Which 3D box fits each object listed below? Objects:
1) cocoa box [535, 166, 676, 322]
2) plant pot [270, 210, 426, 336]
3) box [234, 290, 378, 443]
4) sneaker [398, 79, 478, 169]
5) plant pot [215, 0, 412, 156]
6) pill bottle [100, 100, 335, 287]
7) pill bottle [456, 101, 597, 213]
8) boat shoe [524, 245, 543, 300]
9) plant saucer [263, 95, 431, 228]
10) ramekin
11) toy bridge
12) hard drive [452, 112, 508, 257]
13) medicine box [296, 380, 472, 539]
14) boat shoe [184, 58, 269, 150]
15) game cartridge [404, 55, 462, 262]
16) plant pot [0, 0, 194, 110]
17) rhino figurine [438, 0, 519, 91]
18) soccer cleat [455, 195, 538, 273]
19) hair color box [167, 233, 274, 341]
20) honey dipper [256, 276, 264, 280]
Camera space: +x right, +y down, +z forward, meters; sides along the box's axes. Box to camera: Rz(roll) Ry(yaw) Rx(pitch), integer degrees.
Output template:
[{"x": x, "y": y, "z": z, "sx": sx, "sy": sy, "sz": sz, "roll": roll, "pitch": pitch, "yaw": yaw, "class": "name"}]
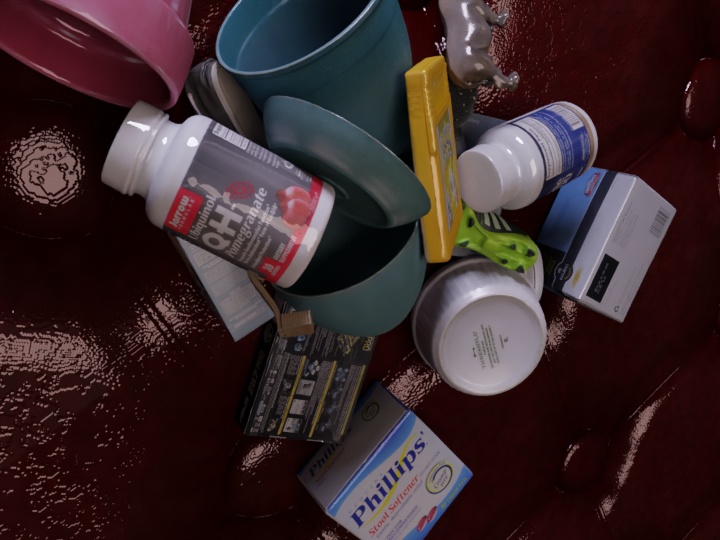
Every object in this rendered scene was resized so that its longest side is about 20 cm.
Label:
[{"x": 0.376, "y": -0.045, "z": 1.070, "sx": 0.132, "sy": 0.131, "sz": 0.203, "roll": 23, "pitch": 94, "yaw": -35, "class": "cocoa box"}, {"x": 0.000, "y": 0.000, "z": 0.814, "sx": 0.199, "sy": 0.199, "sz": 0.136, "roll": -40, "pitch": 130, "yaw": -13, "class": "plant pot"}, {"x": -0.066, "y": 0.129, "z": 0.910, "sx": 0.159, "sy": 0.049, "sz": 0.204, "roll": 13, "pitch": 98, "yaw": -32, "class": "box"}, {"x": 0.068, "y": -0.186, "z": 0.870, "sx": 0.196, "sy": 0.060, "sz": 0.106, "roll": -19, "pitch": 107, "yaw": -10, "class": "sneaker"}, {"x": -0.025, "y": -0.215, "z": 0.740, "sx": 0.200, "sy": 0.199, "sz": 0.189, "roll": -46, "pitch": 136, "yaw": -9, "class": "plant pot"}, {"x": -0.132, "y": -0.074, "z": 0.631, "sx": 0.197, "sy": 0.111, "sz": 0.112, "roll": 26, "pitch": 93, "yaw": -15, "class": "pill bottle"}, {"x": 0.220, "y": -0.148, "z": 0.902, "sx": 0.198, "sy": 0.110, "sz": 0.113, "roll": -27, "pitch": 119, "yaw": -33, "class": "pill bottle"}, {"x": 0.231, "y": 0.054, "z": 1.050, "sx": 0.066, "sy": 0.073, "sz": 0.204, "roll": -2, "pitch": 108, "yaw": -31, "class": "boat shoe"}, {"x": -0.022, "y": -0.097, "z": 0.678, "sx": 0.199, "sy": 0.199, "sz": 0.036, "roll": 38, "pitch": 78, "yaw": -34, "class": "plant saucer"}, {"x": 0.178, "y": 0.088, "z": 0.978, "sx": 0.198, "sy": 0.094, "sz": 0.207, "roll": -3, "pitch": 111, "yaw": -7, "class": "ramekin"}, {"x": -0.094, "y": -0.026, "z": 0.723, "sx": 0.066, "sy": 0.204, "sz": 0.027, "roll": -9, "pitch": 155, "yaw": -2, "class": "toy bridge"}, {"x": 0.151, "y": -0.123, "z": 0.967, "sx": 0.137, "sy": 0.033, "sz": 0.204, "roll": 4, "pitch": 104, "yaw": -32, "class": "hard drive"}, {"x": 0.040, "y": 0.304, "z": 1.001, "sx": 0.183, "sy": 0.103, "sz": 0.200, "roll": -48, "pitch": 125, "yaw": -8, "class": "medicine box"}, {"x": -0.139, "y": -0.146, "z": 0.776, "sx": 0.067, "sy": 0.056, "sz": 0.202, "roll": -60, "pitch": 139, "yaw": -45, "class": "boat shoe"}, {"x": 0.089, "y": -0.135, "z": 0.771, "sx": 0.032, "sy": 0.177, "sz": 0.204, "roll": -2, "pitch": 112, "yaw": 15, "class": "game cartridge"}, {"x": -0.228, "y": -0.272, "z": 0.601, "sx": 0.198, "sy": 0.198, "sz": 0.182, "roll": 26, "pitch": 78, "yaw": -35, "class": "plant pot"}, {"x": 0.137, "y": -0.314, "z": 0.841, "sx": 0.086, "sy": 0.060, "sz": 0.204, "roll": 0, "pitch": 74, "yaw": -22, "class": "rhino figurine"}, {"x": 0.160, "y": -0.063, "z": 0.936, "sx": 0.198, "sy": 0.081, "sz": 0.068, "roll": 29, "pitch": 113, "yaw": -14, "class": "soccer cleat"}, {"x": -0.175, "y": -0.029, "z": 0.758, "sx": 0.060, "sy": 0.099, "sz": 0.203, "roll": -31, "pitch": 120, "yaw": -16, "class": "hair color box"}, {"x": -0.073, "y": -0.065, "z": 0.791, "sx": 0.038, "sy": 0.037, "sz": 0.202, "roll": 52, "pitch": 48, "yaw": -33, "class": "honey dipper"}]
